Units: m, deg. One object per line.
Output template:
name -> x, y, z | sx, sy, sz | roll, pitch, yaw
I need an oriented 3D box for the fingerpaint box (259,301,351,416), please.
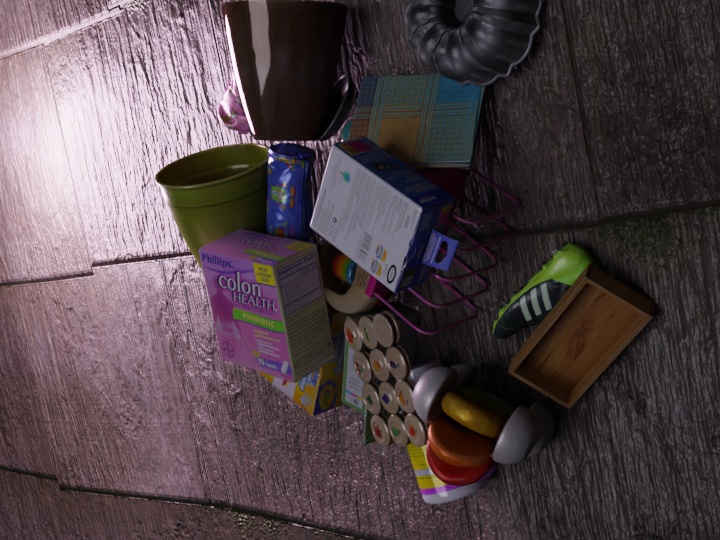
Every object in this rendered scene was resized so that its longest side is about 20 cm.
fingerpaint box -> -0.091, 0.112, 1.938 | 0.167, 0.073, 0.201 | 33, 124, 36

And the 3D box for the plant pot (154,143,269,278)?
plant pot -> -0.224, -0.090, 1.955 | 0.200, 0.200, 0.194 | 12, 124, 45

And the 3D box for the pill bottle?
pill bottle -> 0.115, 0.238, 1.730 | 0.104, 0.104, 0.201 | -20, 87, 49

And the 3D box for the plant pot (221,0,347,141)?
plant pot -> -0.114, -0.295, 1.732 | 0.187, 0.187, 0.201 | 9, 101, 46

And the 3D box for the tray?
tray -> 0.286, 0.088, 1.514 | 0.098, 0.037, 0.200 | 30, 131, -2

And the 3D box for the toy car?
toy car -> 0.157, 0.225, 1.599 | 0.175, 0.200, 0.150 | 27, 99, 22

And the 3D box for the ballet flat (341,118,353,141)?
ballet flat -> 0.030, -0.137, 1.736 | 0.069, 0.069, 0.201 | -34, 71, 47

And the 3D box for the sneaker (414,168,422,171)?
sneaker -> 0.050, -0.171, 1.673 | 0.080, 0.076, 0.201 | -36, 49, 47

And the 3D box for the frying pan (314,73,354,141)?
frying pan -> -0.059, -0.230, 1.796 | 0.190, 0.031, 0.115 | -40, 31, 52

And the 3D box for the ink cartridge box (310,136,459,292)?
ink cartridge box -> 0.037, -0.067, 1.531 | 0.200, 0.076, 0.137 | 39, 129, 29

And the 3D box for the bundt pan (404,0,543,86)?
bundt pan -> 0.137, -0.345, 1.520 | 0.201, 0.076, 0.203 | 3, 95, 42

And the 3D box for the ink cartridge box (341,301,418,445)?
ink cartridge box -> 0.029, 0.159, 1.800 | 0.059, 0.104, 0.201 | 23, 118, 42

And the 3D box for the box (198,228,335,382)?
box -> -0.147, 0.053, 1.829 | 0.176, 0.097, 0.201 | 13, 120, 42

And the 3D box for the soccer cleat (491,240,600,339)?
soccer cleat -> 0.248, 0.045, 1.557 | 0.081, 0.067, 0.200 | 47, 133, 10

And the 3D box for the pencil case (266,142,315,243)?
pencil case -> -0.112, -0.106, 1.890 | 0.087, 0.078, 0.201 | 17, 114, 37

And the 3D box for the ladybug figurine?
ladybug figurine -> 0.000, 0.000, 1.779 | 0.200, 0.072, 0.136 | 33, 110, 60

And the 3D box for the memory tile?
memory tile -> 0.035, 0.160, 1.680 | 0.153, 0.017, 0.201 | -13, 94, 60

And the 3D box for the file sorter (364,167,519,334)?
file sorter -> 0.119, -0.031, 1.618 | 0.125, 0.139, 0.201 | 39, 128, 29

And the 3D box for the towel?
towel -> 0.078, -0.207, 1.602 | 0.199, 0.022, 0.147 | 3, 69, 30

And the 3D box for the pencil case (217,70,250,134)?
pencil case -> -0.173, -0.320, 1.890 | 0.083, 0.087, 0.200 | 27, 127, 2
